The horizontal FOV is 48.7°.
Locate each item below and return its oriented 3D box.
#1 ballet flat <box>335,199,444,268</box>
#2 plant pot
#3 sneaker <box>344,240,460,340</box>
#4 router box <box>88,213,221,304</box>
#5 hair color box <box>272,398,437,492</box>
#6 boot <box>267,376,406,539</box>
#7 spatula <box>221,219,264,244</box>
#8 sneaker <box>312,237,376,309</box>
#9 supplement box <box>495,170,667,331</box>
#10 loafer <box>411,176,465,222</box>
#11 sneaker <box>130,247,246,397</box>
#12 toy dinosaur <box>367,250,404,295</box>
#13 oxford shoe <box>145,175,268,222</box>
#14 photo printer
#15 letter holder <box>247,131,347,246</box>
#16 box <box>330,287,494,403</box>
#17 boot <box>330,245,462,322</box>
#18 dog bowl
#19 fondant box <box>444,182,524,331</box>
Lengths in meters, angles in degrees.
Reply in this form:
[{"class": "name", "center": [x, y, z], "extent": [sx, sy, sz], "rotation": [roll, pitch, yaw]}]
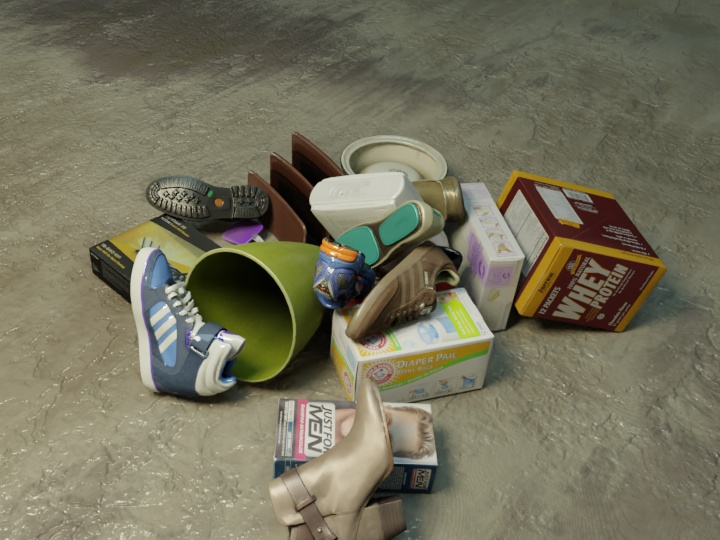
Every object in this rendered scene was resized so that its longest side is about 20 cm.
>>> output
[{"class": "ballet flat", "center": [0.040, -0.045, 1.126], "extent": [0.199, 0.070, 0.069], "rotation": [-21, 15, 46]}, {"class": "plant pot", "center": [-0.117, 0.032, 1.138], "extent": [0.186, 0.188, 0.200], "rotation": [24, 27, 21]}, {"class": "sneaker", "center": [0.063, 0.036, 1.062], "extent": [0.075, 0.071, 0.200], "rotation": [40, 56, 9]}, {"class": "router box", "center": [-0.298, -0.002, 1.239], "extent": [0.199, 0.053, 0.157], "rotation": [32, 45, 29]}, {"class": "hair color box", "center": [-0.008, 0.218, 0.998], "extent": [0.198, 0.061, 0.100], "rotation": [3, 39, -4]}, {"class": "boot", "center": [-0.033, 0.233, 0.905], "extent": [0.145, 0.070, 0.202], "rotation": [-11, 76, -4]}, {"class": "spatula", "center": [-0.146, -0.033, 1.318], "extent": [0.199, 0.021, 0.057], "rotation": [32, 63, 24]}, {"class": "sneaker", "center": [-0.031, 0.014, 1.073], "extent": [0.075, 0.200, 0.079], "rotation": [24, 83, 14]}, {"class": "supplement box", "center": [0.326, -0.031, 1.249], "extent": [0.196, 0.133, 0.201], "rotation": [10, 36, -21]}, {"class": "loafer", "center": [0.107, -0.108, 1.265], "extent": [0.067, 0.077, 0.200], "rotation": [-14, 7, -14]}, {"class": "sneaker", "center": [-0.219, 0.067, 1.055], "extent": [0.145, 0.202, 0.081], "rotation": [-2, 4, 13]}, {"class": "toy dinosaur", "center": [0.000, 0.000, 1.223], "extent": [0.199, 0.101, 0.059], "rotation": [-4, 56, 30]}, {"class": "oxford shoe", "center": [-0.259, -0.111, 1.333], "extent": [0.198, 0.073, 0.084], "rotation": [8, -7, -15]}, {"class": "photo printer", "center": [0.037, -0.064, 1.231], "extent": [0.165, 0.200, 0.070], "rotation": [-1, 56, 34]}, {"class": "letter holder", "center": [-0.104, -0.129, 1.348], "extent": [0.100, 0.143, 0.200], "rotation": [-20, 46, -28]}, {"class": "box", "center": [0.068, 0.109, 1.108], "extent": [0.198, 0.102, 0.113], "rotation": [-8, 40, -16]}, {"class": "boot", "center": [0.052, 0.022, 1.181], "extent": [0.198, 0.145, 0.073], "rotation": [-9, 42, -15]}, {"class": "dog bowl", "center": [0.059, -0.170, 1.472], "extent": [0.198, 0.074, 0.201], "rotation": [4, 38, -3]}, {"class": "fondant box", "center": [0.185, -0.024, 1.251], "extent": [0.058, 0.145, 0.201], "rotation": [-4, 39, -13]}]
